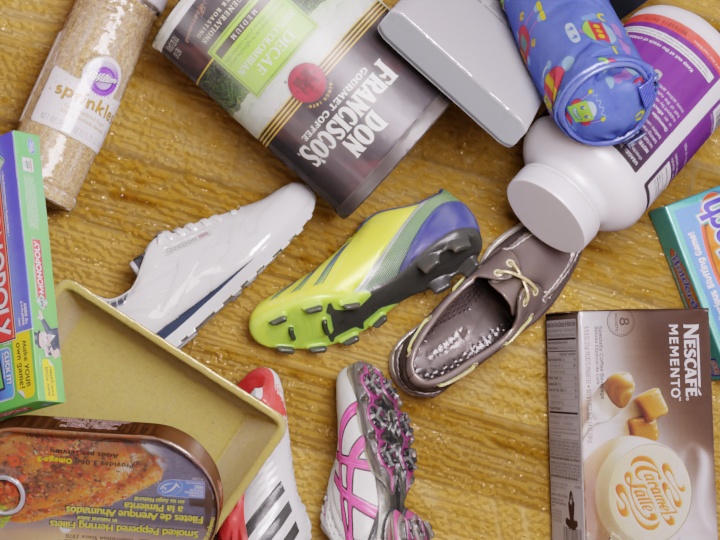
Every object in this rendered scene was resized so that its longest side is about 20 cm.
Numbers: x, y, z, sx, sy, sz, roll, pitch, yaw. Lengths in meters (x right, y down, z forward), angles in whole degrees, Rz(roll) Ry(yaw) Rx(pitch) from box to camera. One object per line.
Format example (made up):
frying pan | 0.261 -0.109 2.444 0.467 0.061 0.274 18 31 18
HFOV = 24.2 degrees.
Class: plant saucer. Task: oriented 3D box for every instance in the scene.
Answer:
plant saucer | -0.184 0.129 1.268 0.200 0.048 0.200 33 106 -5

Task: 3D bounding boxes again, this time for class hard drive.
hard drive | 0.092 -0.177 1.299 0.132 0.200 0.026 41 118 -4

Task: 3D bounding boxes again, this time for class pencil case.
pencil case | 0.163 -0.179 1.275 0.086 0.078 0.200 -14 45 -3

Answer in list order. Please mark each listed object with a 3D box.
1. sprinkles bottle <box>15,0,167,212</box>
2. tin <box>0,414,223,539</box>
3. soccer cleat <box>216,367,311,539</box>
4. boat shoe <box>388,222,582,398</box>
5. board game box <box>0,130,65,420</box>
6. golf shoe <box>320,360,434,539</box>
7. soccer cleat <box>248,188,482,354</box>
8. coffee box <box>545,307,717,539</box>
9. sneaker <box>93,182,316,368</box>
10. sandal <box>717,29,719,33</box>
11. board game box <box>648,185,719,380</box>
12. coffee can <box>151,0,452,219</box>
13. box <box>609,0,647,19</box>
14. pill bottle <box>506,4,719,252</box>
sprinkles bottle | -0.214 -0.148 1.301 0.068 0.068 0.201 24 83 -7
tin | -0.200 0.165 1.236 0.199 0.042 0.112 4 103 4
soccer cleat | -0.074 0.177 1.305 0.085 0.068 0.201 18 67 -40
boat shoe | 0.108 0.025 1.344 0.200 0.060 0.072 -40 93 -10
board game box | -0.283 0.012 1.239 0.134 0.029 0.201 -18 74 34
golf shoe | -0.001 0.171 1.309 0.092 0.073 0.201 -20 69 26
soccer cleat | 0.001 0.000 1.337 0.200 0.065 0.084 -26 50 -1
coffee box | 0.215 0.131 1.341 0.114 0.080 0.201 0 87 -13
sneaker | -0.121 -0.010 1.305 0.200 0.076 0.081 -41 87 -10
sandal | 0.364 -0.131 1.369 0.054 0.080 0.200 -18 54 -35
board game box | 0.360 -0.014 1.396 0.199 0.045 0.153 -21 89 -10
coffee can | -0.038 -0.159 1.291 0.200 0.146 0.146 41 81 -4
box | 0.232 -0.332 1.368 0.148 0.107 0.200 42 81 -5
pill bottle | 0.206 -0.110 1.329 0.112 0.112 0.200 45 69 -4
